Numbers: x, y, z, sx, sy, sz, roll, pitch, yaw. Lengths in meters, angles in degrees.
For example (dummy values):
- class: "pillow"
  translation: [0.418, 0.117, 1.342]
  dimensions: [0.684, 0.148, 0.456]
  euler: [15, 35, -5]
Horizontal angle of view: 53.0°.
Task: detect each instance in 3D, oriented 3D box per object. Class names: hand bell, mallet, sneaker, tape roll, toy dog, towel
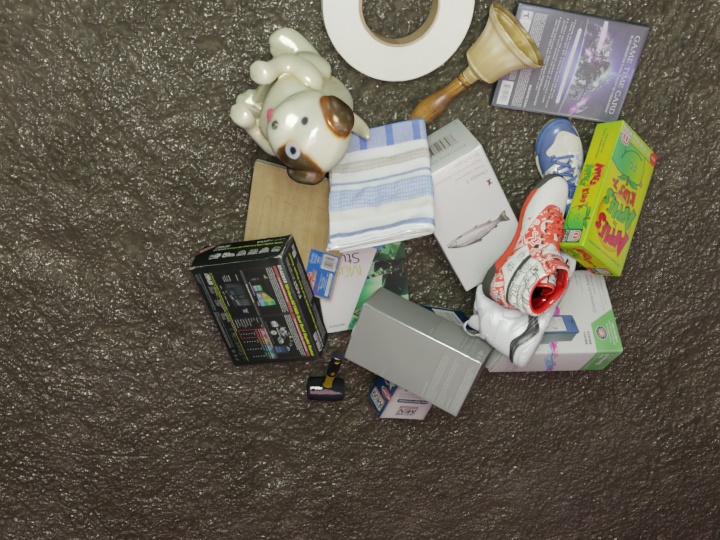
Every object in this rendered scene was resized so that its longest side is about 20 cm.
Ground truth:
- class: "hand bell"
  translation: [0.137, -0.255, 0.985]
  dimensions: [0.104, 0.104, 0.200]
  euler: [36, 125, -25]
- class: "mallet"
  translation: [-0.058, 0.169, 1.171]
  dimensions: [0.066, 0.041, 0.200]
  euler: [0, 154, -2]
- class: "sneaker"
  translation: [0.237, 0.034, 1.072]
  dimensions: [0.115, 0.075, 0.200]
  euler: [26, 75, 16]
- class: "tape roll"
  translation: [0.048, -0.350, 0.941]
  dimensions: [0.202, 0.037, 0.204]
  euler: [-4, 121, -7]
- class: "sneaker"
  translation: [0.256, -0.032, 0.987]
  dimensions: [0.067, 0.108, 0.202]
  euler: [31, 90, -33]
- class: "toy dog"
  translation: [-0.072, -0.188, 0.920]
  dimensions: [0.194, 0.200, 0.140]
  euler: [35, 110, -24]
- class: "sneaker"
  translation: [0.311, -0.127, 1.083]
  dimensions: [0.075, 0.088, 0.201]
  euler: [-14, 120, 1]
- class: "towel"
  translation: [0.024, -0.118, 0.968]
  dimensions: [0.146, 0.201, 0.024]
  euler: [-10, 146, 13]

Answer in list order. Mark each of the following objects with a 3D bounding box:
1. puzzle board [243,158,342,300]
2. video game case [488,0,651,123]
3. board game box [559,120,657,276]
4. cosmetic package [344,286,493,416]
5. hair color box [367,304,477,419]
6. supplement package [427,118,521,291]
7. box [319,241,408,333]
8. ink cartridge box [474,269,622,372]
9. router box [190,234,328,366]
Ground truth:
- class: "puzzle board"
  translation: [-0.096, -0.056, 1.069]
  dimensions: [0.150, 0.017, 0.201]
  euler: [16, 124, 2]
- class: "video game case"
  translation: [0.295, -0.290, 1.025]
  dimensions: [0.199, 0.019, 0.143]
  euler: [5, 119, -13]
- class: "board game box"
  translation: [0.362, -0.104, 1.055]
  dimensions: [0.101, 0.048, 0.201]
  euler: [31, 74, -34]
- class: "cosmetic package"
  translation: [0.087, 0.121, 1.103]
  dimensions: [0.199, 0.090, 0.107]
  euler: [29, 117, 14]
- class: "hair color box"
  translation: [0.101, 0.157, 1.216]
  dimensions: [0.100, 0.061, 0.201]
  euler: [11, 118, -33]
- class: "supplement package"
  translation: [0.149, -0.095, 1.057]
  dimensions: [0.117, 0.117, 0.200]
  euler: [-30, 121, 6]
- class: "box"
  translation: [0.000, 0.000, 1.136]
  dimensions: [0.144, 0.036, 0.201]
  euler: [-9, 122, -3]
- class: "ink cartridge box"
  translation: [0.296, 0.081, 1.157]
  dimensions: [0.199, 0.146, 0.088]
  euler: [0, 153, -7]
- class: "router box"
  translation: [-0.149, 0.049, 1.101]
  dimensions: [0.149, 0.062, 0.201]
  euler: [-5, 124, 18]
